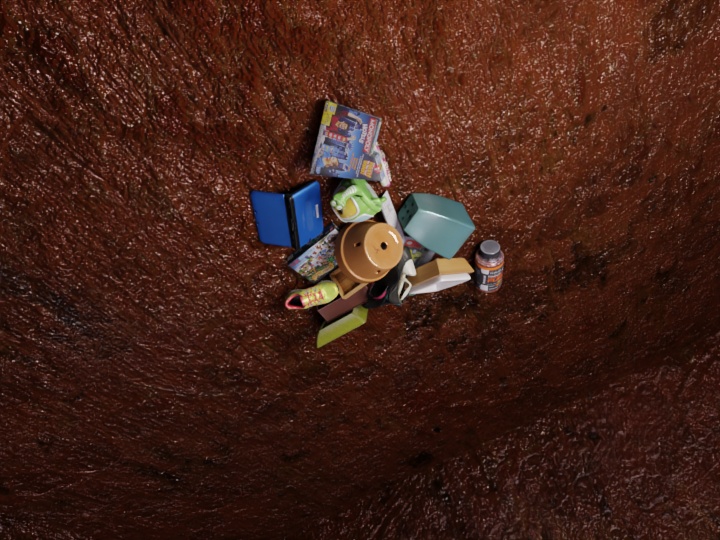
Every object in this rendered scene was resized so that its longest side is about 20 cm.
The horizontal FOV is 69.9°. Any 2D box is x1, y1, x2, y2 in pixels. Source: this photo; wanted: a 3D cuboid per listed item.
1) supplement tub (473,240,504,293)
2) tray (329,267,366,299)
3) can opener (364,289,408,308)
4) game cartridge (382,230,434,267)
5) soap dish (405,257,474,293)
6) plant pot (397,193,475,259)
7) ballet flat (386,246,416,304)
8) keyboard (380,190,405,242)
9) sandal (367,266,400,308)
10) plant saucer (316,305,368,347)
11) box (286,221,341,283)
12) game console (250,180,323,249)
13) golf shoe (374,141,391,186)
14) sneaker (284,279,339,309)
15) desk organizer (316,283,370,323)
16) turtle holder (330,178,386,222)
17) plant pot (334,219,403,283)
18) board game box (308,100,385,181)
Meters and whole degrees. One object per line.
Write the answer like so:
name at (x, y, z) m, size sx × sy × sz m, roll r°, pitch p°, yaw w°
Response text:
supplement tub at (0.472, -0.017, 1.895) m, size 0.106 × 0.107 × 0.201 m, roll -17°, pitch 137°, yaw -4°
tray at (0.000, 0.000, 1.733) m, size 0.199 × 0.099 × 0.037 m, roll -36°, pitch 164°, yaw 16°
can opener at (0.092, 0.099, 1.858) m, size 0.199 × 0.063 × 0.079 m, roll -20°, pitch 110°, yaw 46°
game cartridge at (0.171, -0.070, 1.779) m, size 0.198 × 0.041 × 0.134 m, roll 8°, pitch 134°, yaw -27°
soap dish at (0.260, 0.017, 1.748) m, size 0.156 × 0.082 × 0.200 m, roll -4°, pitch 166°, yaw -33°
plant pot at (0.228, -0.155, 1.646) m, size 0.199 × 0.142 × 0.142 m, roll 17°, pitch 125°, yaw -26°
ballet flat at (0.149, 0.022, 1.731) m, size 0.068 × 0.068 × 0.202 m, roll -2°, pitch 110°, yaw -56°
keyboard at (0.102, -0.155, 1.633) m, size 0.056 × 0.011 × 0.201 m, roll -52°, pitch 134°, yaw -31°
sandal at (0.065, 0.057, 1.718) m, size 0.045 × 0.075 × 0.200 m, roll -22°, pitch 156°, yaw -41°
plant saucer at (-0.072, 0.187, 1.863) m, size 0.199 × 0.200 × 0.048 m, roll -29°, pitch 98°, yaw 8°
box at (-0.122, -0.054, 1.677) m, size 0.199 × 0.038 × 0.136 m, roll -36°, pitch 135°, yaw 16°
game console at (-0.213, -0.173, 1.537) m, size 0.170 × 0.118 × 0.201 m, roll -37°, pitch 146°, yaw -30°
golf shoe at (0.024, -0.315, 1.458) m, size 0.091 × 0.076 × 0.201 m, roll -20°, pitch 130°, yaw 12°
sneaker at (-0.166, 0.093, 1.731) m, size 0.198 × 0.090 × 0.079 m, roll -18°, pitch 100°, yaw 14°
desk organizer at (-0.058, 0.096, 1.828) m, size 0.199 × 0.072 × 0.077 m, roll -29°, pitch 134°, yaw 8°
turtle holder at (-0.014, -0.197, 1.475) m, size 0.131 × 0.186 × 0.141 m, roll -36°, pitch 110°, yaw 18°
plant pot at (0.039, -0.065, 1.580) m, size 0.198 × 0.202 × 0.140 m, roll 9°, pitch 170°, yaw -28°
board game box at (-0.016, -0.323, 1.366) m, size 0.198 × 0.062 × 0.201 m, roll 20°, pitch 118°, yaw 3°
